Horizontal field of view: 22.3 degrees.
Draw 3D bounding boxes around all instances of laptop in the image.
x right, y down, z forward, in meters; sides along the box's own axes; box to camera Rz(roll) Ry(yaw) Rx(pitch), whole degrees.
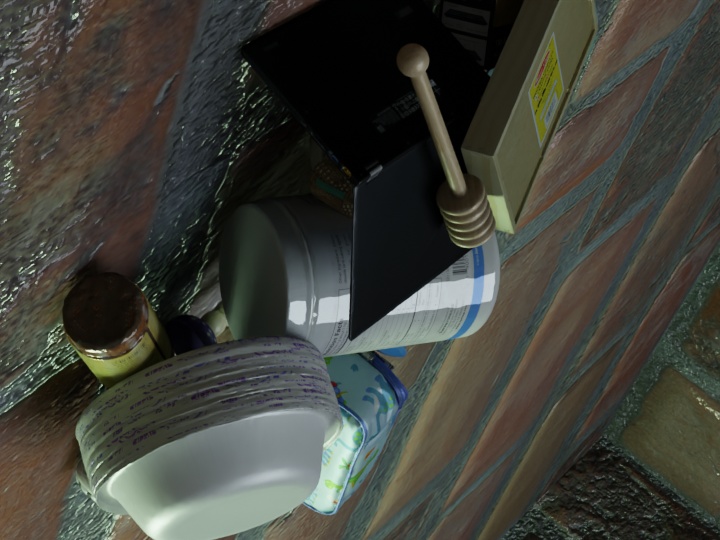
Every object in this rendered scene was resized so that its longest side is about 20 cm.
[{"bbox_3d":[0.009,-0.091,1.357,0.187,0.200,0.116,-36,173,-45],"label":"laptop"}]

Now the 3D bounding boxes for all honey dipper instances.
[{"bbox_3d":[0.058,-0.088,1.296,0.038,0.038,0.200,-47,144,-16],"label":"honey dipper"}]

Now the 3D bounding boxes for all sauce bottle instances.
[{"bbox_3d":[-0.174,0.062,1.366,0.066,0.066,0.200,-48,163,-14],"label":"sauce bottle"}]

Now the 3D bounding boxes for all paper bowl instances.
[{"bbox_3d":[-0.109,0.137,1.384,0.199,0.105,0.201,-17,161,-6],"label":"paper bowl"}]

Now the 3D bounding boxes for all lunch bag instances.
[{"bbox_3d":[-0.050,0.123,1.678,0.083,0.160,0.201,-47,166,-33],"label":"lunch bag"}]

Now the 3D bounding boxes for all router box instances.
[{"bbox_3d":[0.134,-0.258,1.458,0.200,0.052,0.159,-29,130,-54],"label":"router box"}]

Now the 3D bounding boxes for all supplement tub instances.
[{"bbox_3d":[0.000,0.000,1.469,0.199,0.132,0.132,-6,140,-28],"label":"supplement tub"}]

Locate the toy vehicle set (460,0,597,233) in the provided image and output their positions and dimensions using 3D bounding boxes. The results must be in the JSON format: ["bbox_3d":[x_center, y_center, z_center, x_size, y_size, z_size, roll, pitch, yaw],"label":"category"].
[{"bbox_3d":[0.134,-0.143,1.408,0.124,0.026,0.201,67,43,-61],"label":"toy vehicle set"}]

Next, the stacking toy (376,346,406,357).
[{"bbox_3d":[0.039,-0.034,1.658,0.200,0.109,0.116,-51,144,-8],"label":"stacking toy"}]

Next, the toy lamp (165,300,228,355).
[{"bbox_3d":[-0.078,0.006,1.534,0.200,0.058,0.058,-40,161,-35],"label":"toy lamp"}]

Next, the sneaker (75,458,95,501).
[{"bbox_3d":[-0.150,0.109,1.527,0.200,0.075,0.116,-38,157,-37],"label":"sneaker"}]

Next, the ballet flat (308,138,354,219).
[{"bbox_3d":[-0.004,-0.108,1.451,0.200,0.065,0.071,-76,-173,-64],"label":"ballet flat"}]

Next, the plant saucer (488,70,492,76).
[{"bbox_3d":[0.183,-0.203,1.847,0.200,0.036,0.200,-47,164,-18],"label":"plant saucer"}]
